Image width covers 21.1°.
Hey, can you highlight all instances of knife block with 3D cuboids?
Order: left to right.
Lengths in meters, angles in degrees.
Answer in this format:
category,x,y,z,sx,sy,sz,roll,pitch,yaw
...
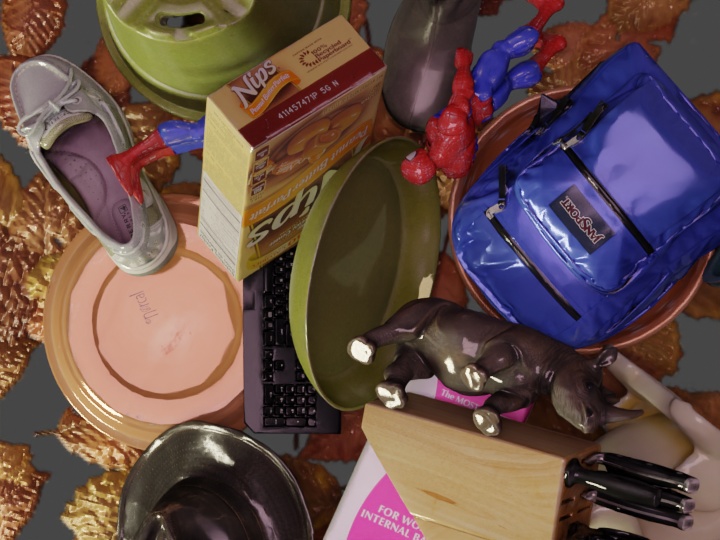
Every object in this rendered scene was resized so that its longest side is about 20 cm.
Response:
category,x,y,z,sx,sy,sz,roll,pitch,yaw
knife block,0.119,0.134,1.292,0.176,0.064,0.200,-37,75,26

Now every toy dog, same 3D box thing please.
category,x,y,z,sx,sy,sz,roll,pitch,yaw
toy dog,0.187,0.184,1.406,0.200,0.140,0.194,-50,129,3

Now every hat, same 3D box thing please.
category,x,y,z,sx,sy,sz,roll,pitch,yaw
hat,-0.129,0.214,1.417,0.200,0.081,0.201,6,100,34

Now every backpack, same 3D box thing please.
category,x,y,z,sx,sy,sz,roll,pitch,yaw
backpack,0.160,-0.046,1.348,0.200,0.168,0.163,-41,81,11

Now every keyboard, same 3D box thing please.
category,x,y,z,sx,sy,sz,roll,pitch,yaw
keyboard,-0.035,0.022,1.446,0.104,0.040,0.200,1,83,-15

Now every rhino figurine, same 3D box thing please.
category,x,y,z,sx,sy,sz,roll,pitch,yaw
rhino figurine,0.097,0.066,1.296,0.200,0.087,0.060,15,124,27

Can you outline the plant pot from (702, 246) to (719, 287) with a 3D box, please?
category,x,y,z,sx,sy,sz,roll,pitch,yaw
plant pot,0.381,0.018,1.357,0.200,0.200,0.196,-40,94,4

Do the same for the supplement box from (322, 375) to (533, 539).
category,x,y,z,sx,sy,sz,roll,pitch,yaw
supplement box,0.055,0.140,1.424,0.101,0.103,0.200,23,90,6

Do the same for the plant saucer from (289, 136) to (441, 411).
category,x,y,z,sx,sy,sz,roll,pitch,yaw
plant saucer,0.000,0.000,1.382,0.031,0.200,0.200,13,91,27

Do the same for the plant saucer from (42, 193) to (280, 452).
category,x,y,z,sx,sy,sz,roll,pitch,yaw
plant saucer,-0.146,0.040,1.478,0.200,0.032,0.201,0,89,5

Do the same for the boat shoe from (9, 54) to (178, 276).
category,x,y,z,sx,sy,sz,roll,pitch,yaw
boat shoe,-0.207,-0.087,1.455,0.074,0.065,0.202,-32,70,3

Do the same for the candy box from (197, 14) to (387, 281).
category,x,y,z,sx,sy,sz,roll,pitch,yaw
candy box,-0.051,-0.081,1.353,0.115,0.200,0.055,-33,71,-20

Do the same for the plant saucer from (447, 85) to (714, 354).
category,x,y,z,sx,sy,sz,roll,pitch,yaw
plant saucer,0.166,-0.038,1.447,0.200,0.037,0.200,0,90,6

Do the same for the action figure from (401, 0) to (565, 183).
category,x,y,z,sx,sy,sz,roll,pitch,yaw
action figure,0.085,-0.127,1.389,0.052,0.065,0.200,19,49,21

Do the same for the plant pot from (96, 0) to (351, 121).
category,x,y,z,sx,sy,sz,roll,pitch,yaw
plant pot,-0.115,-0.215,1.399,0.200,0.190,0.200,0,89,6

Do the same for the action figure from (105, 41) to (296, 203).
category,x,y,z,sx,sy,sz,roll,pitch,yaw
action figure,-0.083,-0.113,1.386,0.200,0.065,0.052,-33,78,1

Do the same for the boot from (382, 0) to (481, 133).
category,x,y,z,sx,sy,sz,roll,pitch,yaw
boot,0.057,-0.204,1.411,0.068,0.131,0.200,17,91,6
